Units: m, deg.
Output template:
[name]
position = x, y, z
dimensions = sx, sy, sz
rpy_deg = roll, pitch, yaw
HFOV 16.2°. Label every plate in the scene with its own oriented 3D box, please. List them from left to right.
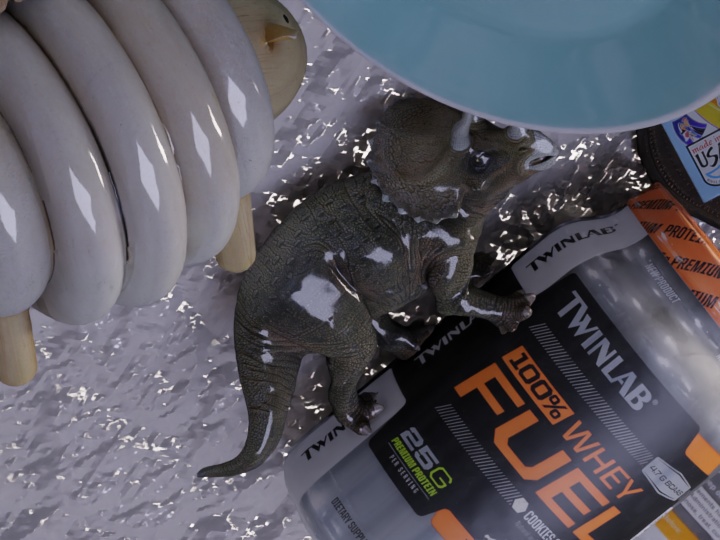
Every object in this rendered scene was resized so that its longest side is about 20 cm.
[plate]
position = 0.047, -0.126, 0.843
dimensions = 0.026, 0.200, 0.201
rpy_deg = -60, 152, -34

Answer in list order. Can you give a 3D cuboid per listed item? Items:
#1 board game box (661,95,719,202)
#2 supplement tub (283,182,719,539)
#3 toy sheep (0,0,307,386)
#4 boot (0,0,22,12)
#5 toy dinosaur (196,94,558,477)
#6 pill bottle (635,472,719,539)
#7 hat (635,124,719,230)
[board game box]
position = 0.180, -0.129, 0.899
dimensions = 0.200, 0.135, 0.034
rpy_deg = -28, -175, 16
[supplement tub]
position = 0.077, 0.063, 1.049
dimensions = 0.200, 0.123, 0.123
rpy_deg = -41, 138, 8
[toy sheep]
position = -0.101, -0.041, 0.842
dimensions = 0.200, 0.138, 0.138
rpy_deg = -32, 142, -27
[boot]
position = -0.171, -0.126, 0.765
dimensions = 0.199, 0.075, 0.108
rpy_deg = -11, 130, -20
[toy dinosaur]
position = 0.000, 0.000, 0.996
dimensions = 0.200, 0.077, 0.102
rpy_deg = -36, 120, 15
[pill bottle]
position = 0.204, 0.055, 1.123
dimensions = 0.200, 0.117, 0.116
rpy_deg = -43, 137, 13
[hat]
position = 0.215, -0.075, 1.030
dimensions = 0.200, 0.081, 0.201
rpy_deg = -17, 137, -17
